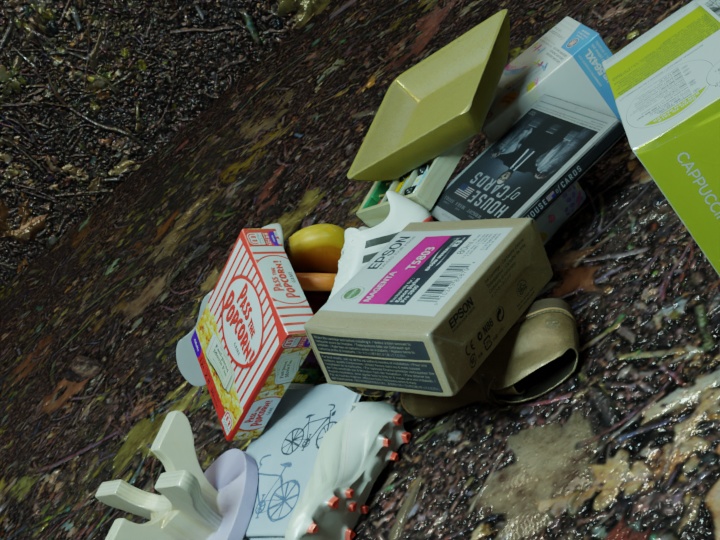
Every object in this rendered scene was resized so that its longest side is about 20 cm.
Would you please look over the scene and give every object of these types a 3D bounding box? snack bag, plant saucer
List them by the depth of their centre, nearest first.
[{"bbox_3d":[-0.079,0.212,1.200,0.188,0.021,0.201,-18,42,48],"label":"snack bag"},{"bbox_3d":[0.092,-0.194,1.259,0.199,0.048,0.201,-26,31,43],"label":"plant saucer"}]

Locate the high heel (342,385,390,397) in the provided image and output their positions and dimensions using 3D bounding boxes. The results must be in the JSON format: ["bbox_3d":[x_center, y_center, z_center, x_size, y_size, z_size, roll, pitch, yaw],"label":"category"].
[{"bbox_3d":[0.004,0.085,1.172,0.200,0.141,0.072,-153,66,-62],"label":"high heel"}]

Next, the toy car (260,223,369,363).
[{"bbox_3d":[-0.055,0.037,1.318,0.200,0.173,0.151,111,157,-58],"label":"toy car"}]

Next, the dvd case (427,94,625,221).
[{"bbox_3d":[0.176,-0.108,1.178,0.200,0.025,0.150,-43,30,-5],"label":"dvd case"}]

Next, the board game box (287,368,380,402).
[{"bbox_3d":[-0.054,0.163,1.279,0.199,0.023,0.105,-5,45,55],"label":"board game box"}]

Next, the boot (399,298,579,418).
[{"bbox_3d":[0.123,0.102,1.046,0.199,0.074,0.076,-31,35,21],"label":"boot"}]

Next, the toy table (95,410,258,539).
[{"bbox_3d":[-0.203,0.266,1.175,0.183,0.117,0.201,-28,34,37],"label":"toy table"}]

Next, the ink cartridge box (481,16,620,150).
[{"bbox_3d":[0.229,-0.194,1.324,0.200,0.125,0.129,-38,22,8],"label":"ink cartridge box"}]

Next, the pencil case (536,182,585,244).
[{"bbox_3d":[0.163,-0.044,1.215,0.200,0.083,0.091,-44,51,-7],"label":"pencil case"}]

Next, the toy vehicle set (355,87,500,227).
[{"bbox_3d":[0.082,-0.144,1.295,0.124,0.026,0.201,-14,39,54],"label":"toy vehicle set"}]

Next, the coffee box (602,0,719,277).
[{"bbox_3d":[0.348,-0.122,0.900,0.199,0.200,0.198,-32,24,21],"label":"coffee box"}]

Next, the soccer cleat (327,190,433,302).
[{"bbox_3d":[0.000,0.000,1.185,0.200,0.085,0.069,-48,-9,-4],"label":"soccer cleat"}]

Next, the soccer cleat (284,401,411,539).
[{"bbox_3d":[-0.024,0.211,1.077,0.077,0.070,0.200,6,42,36],"label":"soccer cleat"}]

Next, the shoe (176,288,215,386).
[{"bbox_3d":[-0.185,0.080,1.462,0.091,0.071,0.201,-33,-18,-42],"label":"shoe"}]

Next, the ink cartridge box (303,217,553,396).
[{"bbox_3d":[0.068,0.030,1.044,0.164,0.076,0.200,1,34,42],"label":"ink cartridge box"}]

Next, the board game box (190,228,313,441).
[{"bbox_3d":[-0.125,0.075,1.223,0.201,0.046,0.152,-59,45,39],"label":"board game box"}]
